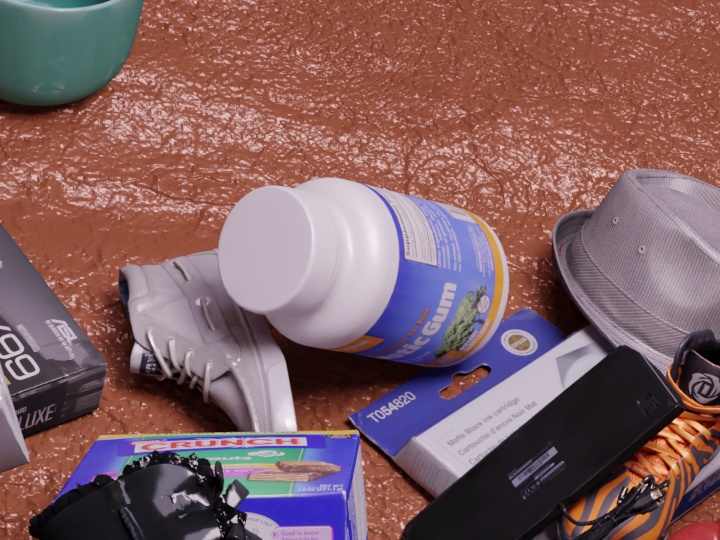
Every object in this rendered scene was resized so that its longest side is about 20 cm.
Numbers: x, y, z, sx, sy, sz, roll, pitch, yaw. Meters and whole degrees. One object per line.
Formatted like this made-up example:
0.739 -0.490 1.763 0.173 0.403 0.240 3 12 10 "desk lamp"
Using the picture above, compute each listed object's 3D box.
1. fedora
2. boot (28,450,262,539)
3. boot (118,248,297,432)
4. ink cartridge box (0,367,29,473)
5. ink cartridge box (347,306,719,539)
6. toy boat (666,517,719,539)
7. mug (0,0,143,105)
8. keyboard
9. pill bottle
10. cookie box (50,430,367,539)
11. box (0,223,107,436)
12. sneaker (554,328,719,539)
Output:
0.229 -0.004 1.926 0.176 0.091 0.200 8 33 -32 "fedora"
-0.133 0.194 1.443 0.197 0.073 0.163 -22 64 -5 "boot"
-0.104 0.066 1.804 0.095 0.074 0.200 -8 41 -13 "boot"
-0.313 0.075 1.647 0.199 0.084 0.146 -20 56 -4 "ink cartridge box"
0.127 0.109 1.842 0.200 0.041 0.199 39 47 23 "ink cartridge box"
0.251 0.220 1.697 0.130 0.131 0.201 12 42 -4 "toy boat"
-0.251 -0.198 1.990 0.184 0.115 0.152 20 43 5 "mug"
0.123 0.143 1.719 0.021 0.200 0.127 43 9 -40 "keyboard"
0.000 0.000 1.807 0.199 0.112 0.112 11 33 -51 "pill bottle"
-0.084 0.147 1.612 0.170 0.076 0.200 -2 6 2 "cookie box"
-0.283 0.034 1.783 0.157 0.050 0.200 -19 53 -31 "box"
0.193 0.104 1.755 0.077 0.112 0.200 31 45 8 "sneaker"
